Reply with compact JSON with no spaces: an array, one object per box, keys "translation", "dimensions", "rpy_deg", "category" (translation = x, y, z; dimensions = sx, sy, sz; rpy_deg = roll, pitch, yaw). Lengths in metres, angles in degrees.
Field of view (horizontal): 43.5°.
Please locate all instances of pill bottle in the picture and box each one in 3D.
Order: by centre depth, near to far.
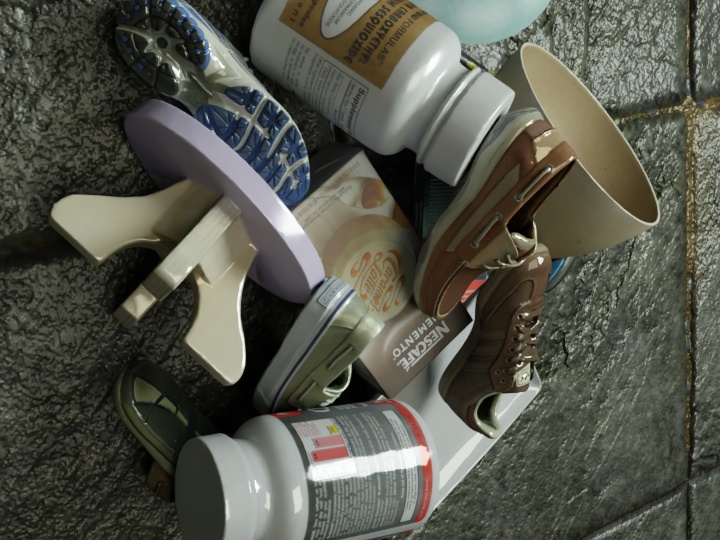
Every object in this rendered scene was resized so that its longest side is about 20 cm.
[{"translation":[0.019,-0.161,0.731],"dimensions":[0.199,0.114,0.115],"rpy_deg":[35,78,8],"category":"pill bottle"},{"translation":[-0.042,0.173,0.744],"dimensions":[0.198,0.115,0.118],"rpy_deg":[-1,101,-35],"category":"pill bottle"}]

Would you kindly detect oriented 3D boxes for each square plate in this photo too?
[{"translation":[0.096,0.130,0.930],"dimensions":[0.200,0.028,0.199],"rpy_deg":[-44,134,-16],"category":"square plate"}]

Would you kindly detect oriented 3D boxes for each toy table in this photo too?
[{"translation":[-0.134,-0.018,0.695],"dimensions":[0.199,0.184,0.117],"rpy_deg":[40,65,1],"category":"toy table"}]

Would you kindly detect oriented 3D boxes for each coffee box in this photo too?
[{"translation":[0.000,0.000,0.819],"dimensions":[0.114,0.080,0.201],"rpy_deg":[-42,115,-11],"category":"coffee box"}]

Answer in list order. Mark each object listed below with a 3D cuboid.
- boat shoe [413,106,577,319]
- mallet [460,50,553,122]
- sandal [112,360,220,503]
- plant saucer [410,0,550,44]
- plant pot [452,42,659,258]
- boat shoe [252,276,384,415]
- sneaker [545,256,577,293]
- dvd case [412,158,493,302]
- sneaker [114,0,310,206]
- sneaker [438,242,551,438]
[{"translation":[0.108,-0.033,0.741],"dimensions":[0.075,0.072,0.201],"rpy_deg":[-22,145,-51],"category":"boat shoe"},{"translation":[0.125,-0.182,0.903],"dimensions":[0.198,0.041,0.067],"rpy_deg":[15,94,-29],"category":"mallet"},{"translation":[-0.161,0.156,0.773],"dimensions":[0.057,0.080,0.202],"rpy_deg":[-16,124,15],"category":"sandal"},{"translation":[0.094,-0.304,0.799],"dimensions":[0.198,0.039,0.204],"rpy_deg":[2,81,-11],"category":"plant saucer"},{"translation":[0.165,-0.089,0.847],"dimensions":[0.199,0.202,0.134],"rpy_deg":[29,127,-34],"category":"plant pot"},{"translation":[-0.040,0.085,0.766],"dimensions":[0.062,0.201,0.072],"rpy_deg":[40,52,8],"category":"boat shoe"},{"translation":[0.224,-0.056,0.955],"dimensions":[0.082,0.073,0.202],"rpy_deg":[45,64,-47],"category":"sneaker"},{"translation":[0.115,-0.029,0.935],"dimensions":[0.144,0.022,0.203],"rpy_deg":[-5,104,-32],"category":"dvd case"},{"translation":[-0.104,-0.142,0.722],"dimensions":[0.077,0.085,0.201],"rpy_deg":[-31,111,16],"category":"sneaker"},{"translation":[0.139,0.068,0.824],"dimensions":[0.070,0.076,0.201],"rpy_deg":[-15,139,-37],"category":"sneaker"}]
